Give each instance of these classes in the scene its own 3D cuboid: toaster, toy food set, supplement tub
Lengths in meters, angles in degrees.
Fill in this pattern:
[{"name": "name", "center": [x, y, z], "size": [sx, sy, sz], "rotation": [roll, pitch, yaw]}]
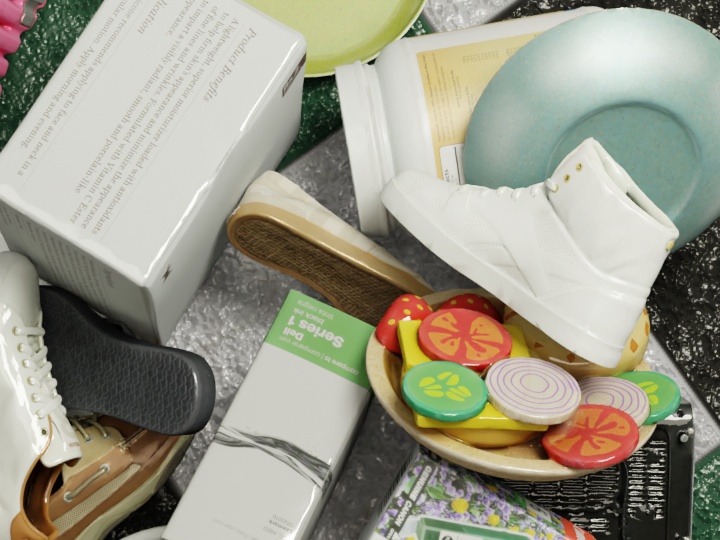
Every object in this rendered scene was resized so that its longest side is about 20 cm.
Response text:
[{"name": "toaster", "center": [0.127, 0.171, 1.186], "size": [0.198, 0.119, 0.183], "rotation": [0, 96, 2]}, {"name": "toy food set", "center": [0.102, 0.063, 1.104], "size": [0.198, 0.199, 0.049], "rotation": [3, 123, -10]}, {"name": "supplement tub", "center": [0.088, -0.100, 1.224], "size": [0.198, 0.145, 0.146], "rotation": [-10, 83, 0]}]

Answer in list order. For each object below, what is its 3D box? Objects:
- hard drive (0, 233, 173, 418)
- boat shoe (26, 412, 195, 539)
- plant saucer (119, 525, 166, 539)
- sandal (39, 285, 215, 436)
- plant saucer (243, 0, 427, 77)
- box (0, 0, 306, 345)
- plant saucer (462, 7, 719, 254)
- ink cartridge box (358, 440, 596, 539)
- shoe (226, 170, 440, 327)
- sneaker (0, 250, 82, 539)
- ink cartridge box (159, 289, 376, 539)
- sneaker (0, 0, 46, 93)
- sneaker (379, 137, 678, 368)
[{"name": "hard drive", "center": [-0.254, 0.028, 1.275], "size": [0.200, 0.026, 0.132], "rotation": [42, 86, 5]}, {"name": "boat shoe", "center": [-0.189, 0.139, 1.225], "size": [0.074, 0.076, 0.200], "rotation": [43, 85, -22]}, {"name": "plant saucer", "center": [-0.124, 0.282, 1.230], "size": [0.198, 0.050, 0.202], "rotation": [0, 82, 1]}, {"name": "sandal", "center": [-0.175, 0.067, 1.206], "size": [0.199, 0.043, 0.077], "rotation": [23, 103, 33]}, {"name": "plant saucer", "center": [-0.039, -0.241, 1.300], "size": [0.198, 0.031, 0.202], "rotation": [0, 84, 1]}, {"name": "box", "center": [-0.142, -0.077, 1.186], "size": [0.130, 0.200, 0.200], "rotation": [31, 75, 4]}, {"name": "plant saucer", "center": [0.168, -0.072, 1.140], "size": [0.199, 0.039, 0.203], "rotation": [-3, 124, -5]}, {"name": "ink cartridge box", "center": [0.096, 0.205, 1.106], "size": [0.199, 0.050, 0.110], "rotation": [30, 97, -1]}, {"name": "shoe", "center": [0.000, 0.000, 1.204], "size": [0.199, 0.070, 0.054], "rotation": [34, 41, -14]}, {"name": "sneaker", "center": [-0.222, 0.089, 1.179], "size": [0.084, 0.073, 0.202], "rotation": [4, 90, 16]}, {"name": "ink cartridge box", "center": [-0.061, 0.139, 1.164], "size": [0.084, 0.146, 0.201], "rotation": [25, 59, 5]}, {"name": "sneaker", "center": [-0.311, -0.160, 1.285], "size": [0.095, 0.079, 0.201], "rotation": [23, 83, 26]}, {"name": "sneaker", "center": [0.110, -0.040, 1.097], "size": [0.199, 0.073, 0.116], "rotation": [35, 106, 28]}]
